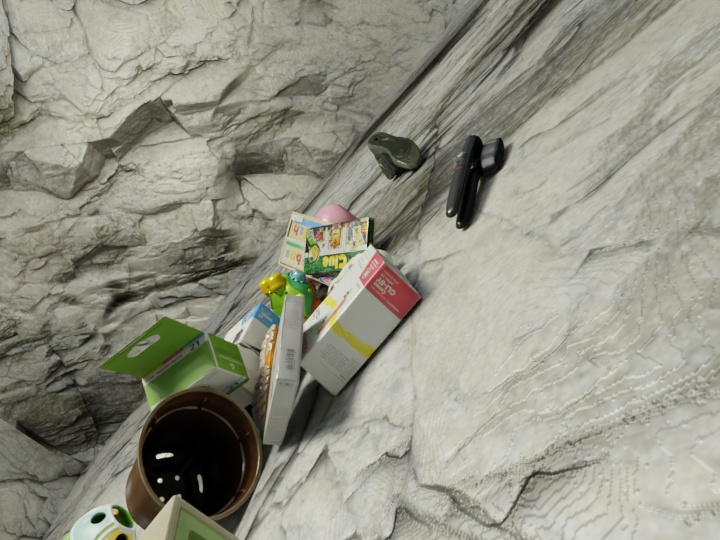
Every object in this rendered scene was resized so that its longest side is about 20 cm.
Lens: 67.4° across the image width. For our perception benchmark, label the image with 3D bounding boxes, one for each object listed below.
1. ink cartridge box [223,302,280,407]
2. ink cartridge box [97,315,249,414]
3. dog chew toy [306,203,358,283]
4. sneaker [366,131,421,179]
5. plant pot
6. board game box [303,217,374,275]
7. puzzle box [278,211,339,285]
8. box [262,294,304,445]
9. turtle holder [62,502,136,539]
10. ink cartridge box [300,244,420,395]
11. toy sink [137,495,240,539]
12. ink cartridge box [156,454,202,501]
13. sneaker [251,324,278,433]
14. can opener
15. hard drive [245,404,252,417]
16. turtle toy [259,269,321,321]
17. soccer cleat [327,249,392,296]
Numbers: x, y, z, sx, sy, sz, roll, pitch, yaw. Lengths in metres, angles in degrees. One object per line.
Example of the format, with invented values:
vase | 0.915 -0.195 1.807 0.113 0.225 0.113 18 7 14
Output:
ink cartridge box | -0.245 0.187 1.101 0.144 0.084 0.202 -39 20 34
ink cartridge box | -0.302 0.170 0.890 0.146 0.200 0.077 -35 61 7
dog chew toy | -0.084 -0.058 1.322 0.203 0.123 0.125 -56 14 6
sneaker | 0.104 -0.287 1.413 0.076 0.115 0.198 -46 42 -11
plant pot | -0.288 0.332 0.888 0.199 0.198 0.202 -48 13 40
board game box | -0.050 -0.049 1.164 0.196 0.023 0.108 -6 79 44
puzzle box | -0.107 -0.051 1.252 0.197 0.025 0.137 19 95 40
box | -0.119 0.159 0.838 0.203 0.035 0.147 110 164 -46
turtle holder | -0.527 0.565 1.097 0.133 0.141 0.185 -50 14 -9
ink cartridge box | -0.010 0.073 0.853 0.201 0.083 0.145 -50 14 5
toy sink | -0.203 0.379 0.609 0.113 0.130 0.200 -48 14 0
ink cartridge box | -0.364 0.400 1.116 0.146 0.084 0.200 -49 15 5
sneaker | -0.149 0.199 0.996 0.078 0.076 0.205 -39 36 47
can opener | 0.175 -0.152 0.881 0.078 0.063 0.202 -29 26 51
hard drive | -0.212 0.244 1.118 0.135 0.042 0.200 -49 15 7
turtle toy | -0.155 0.063 1.232 0.100 0.148 0.199 -33 7 -23
soccer cleat | 0.000 0.000 1.034 0.199 0.069 0.078 -37 16 50
